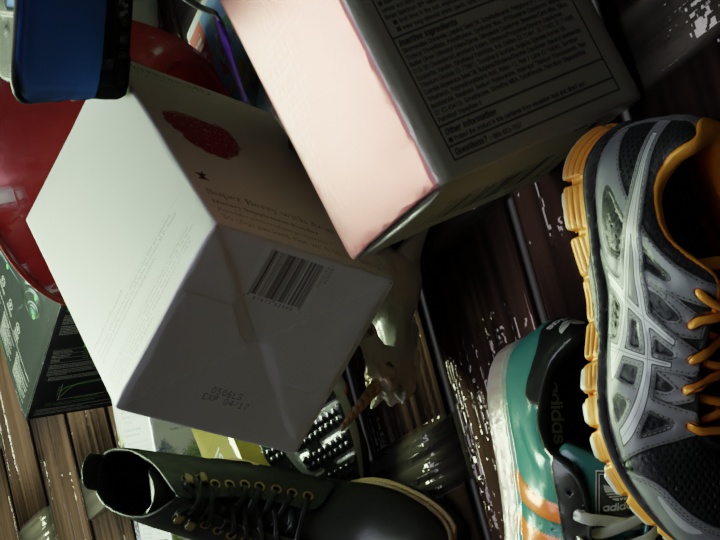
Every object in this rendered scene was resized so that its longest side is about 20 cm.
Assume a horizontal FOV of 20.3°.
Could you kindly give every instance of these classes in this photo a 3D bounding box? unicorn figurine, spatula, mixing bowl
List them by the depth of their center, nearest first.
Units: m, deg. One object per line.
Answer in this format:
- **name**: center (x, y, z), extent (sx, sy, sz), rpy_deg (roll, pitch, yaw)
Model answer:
- **unicorn figurine**: center (0.000, 0.000, 1.178), extent (0.200, 0.073, 0.139), rpy_deg (-140, 45, -76)
- **spatula**: center (-0.116, -0.182, 1.258), extent (0.201, 0.020, 0.057), rpy_deg (55, -177, -28)
- **mixing bowl**: center (-0.147, -0.080, 1.304), extent (0.107, 0.200, 0.202), rpy_deg (-7, 92, 31)

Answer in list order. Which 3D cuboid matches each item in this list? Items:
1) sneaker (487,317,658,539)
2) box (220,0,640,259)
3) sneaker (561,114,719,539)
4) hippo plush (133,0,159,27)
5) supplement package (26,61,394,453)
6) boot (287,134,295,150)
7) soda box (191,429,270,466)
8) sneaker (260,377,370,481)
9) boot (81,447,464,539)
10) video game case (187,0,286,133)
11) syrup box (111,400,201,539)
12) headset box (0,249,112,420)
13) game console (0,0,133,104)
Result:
- **sneaker**: center (0.111, 0.121, 0.970), extent (0.080, 0.071, 0.202), rpy_deg (139, 120, -65)
- **box**: center (0.019, -0.129, 0.966), extent (0.201, 0.127, 0.109), rpy_deg (63, 150, 7)
- **sneaker**: center (0.142, 0.027, 0.875), extent (0.077, 0.078, 0.202), rpy_deg (-22, 79, 54)
- **hippo plush**: center (-0.241, -0.180, 1.490), extent (0.160, 0.199, 0.161), rpy_deg (56, 143, 1)
- **supplement package**: center (-0.090, -0.013, 1.130), extent (0.120, 0.120, 0.200), rpy_deg (-60, 36, 18)
- **boot**: center (0.011, -0.137, 1.109), extent (0.199, 0.070, 0.148), rpy_deg (7, 93, 51)
- **soda box**: center (-0.046, 0.155, 1.310), extent (0.201, 0.067, 0.064), rpy_deg (64, 151, 31)
- **sneaker**: center (-0.039, 0.051, 1.280), extent (0.073, 0.080, 0.202), rpy_deg (-24, 90, 31)
- **boot**: center (-0.054, 0.147, 1.174), extent (0.198, 0.138, 0.078), rpy_deg (3, 79, 35)
- **video game case**: center (-0.061, -0.150, 1.300), extent (0.144, 0.017, 0.200), rpy_deg (69, 152, 22)
- **syrup box**: center (-0.118, 0.159, 1.450), extent (0.081, 0.078, 0.202), rpy_deg (-21, 79, 64)
- **headset box**: center (-0.236, -0.010, 1.623), extent (0.175, 0.092, 0.201), rpy_deg (66, 150, 29)
- **game console**: center (-0.182, -0.197, 1.090), extent (0.170, 0.118, 0.202), rpy_deg (13, 100, 45)
